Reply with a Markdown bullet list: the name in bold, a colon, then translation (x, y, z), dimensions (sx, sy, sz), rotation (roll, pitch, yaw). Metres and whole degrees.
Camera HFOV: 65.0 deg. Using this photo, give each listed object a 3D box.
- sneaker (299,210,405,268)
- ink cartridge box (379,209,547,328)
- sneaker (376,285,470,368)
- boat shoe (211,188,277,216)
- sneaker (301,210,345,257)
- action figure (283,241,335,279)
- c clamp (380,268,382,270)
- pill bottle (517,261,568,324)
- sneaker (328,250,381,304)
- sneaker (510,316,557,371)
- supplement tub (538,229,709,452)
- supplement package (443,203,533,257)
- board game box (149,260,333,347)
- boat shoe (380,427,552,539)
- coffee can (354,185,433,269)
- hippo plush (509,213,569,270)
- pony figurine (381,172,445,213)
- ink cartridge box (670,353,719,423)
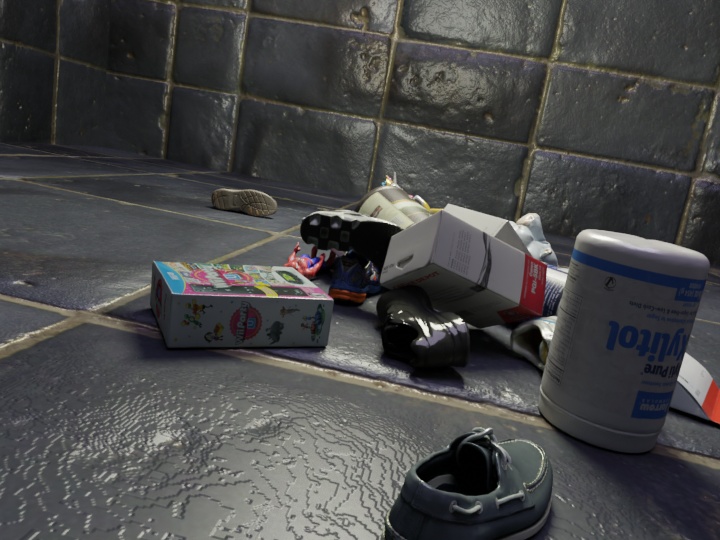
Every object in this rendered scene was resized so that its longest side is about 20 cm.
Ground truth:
- **sneaker**: translation (0.006, -0.062, 0.917), dimensions (0.195, 0.076, 0.089), rotation (17, 21, 3)
- **ink cartridge box**: translation (0.148, 0.005, 0.824), dimensions (0.197, 0.085, 0.146), rotation (24, -22, -22)
- **sneaker**: translation (0.059, 0.070, 0.739), dimensions (0.089, 0.078, 0.199), rotation (-6, 13, -23)
- **boat shoe**: translation (-0.339, -0.208, 1.677), dimensions (0.195, 0.076, 0.073), rotation (11, 12, 0)
- **sneaker**: translation (-0.067, -0.067, 1.108), dimensions (0.085, 0.077, 0.200), rotation (-4, 15, -14)
- **action figure**: translation (-0.099, -0.017, 1.067), dimensions (0.064, 0.053, 0.200), rotation (17, 15, 9)
- **c clamp**: translation (0.016, -0.024, 1.210), dimensions (0.167, 0.028, 0.200), rotation (22, 13, -7)
- **pill bottle**: translation (0.325, 0.057, 0.916), dimensions (0.109, 0.114, 0.199), rotation (2, 15, -34)
- **sneaker**: translation (0.000, 0.000, 0.984), dimensions (0.073, 0.081, 0.200), rotation (12, 12, 8)
- **sneaker**: translation (0.280, 0.114, 0.733), dimensions (0.079, 0.079, 0.199), rotation (-4, 10, -25)
- **supplement tub**: translation (0.273, 0.068, 0.598), dimensions (0.128, 0.206, 0.132), rotation (9, 11, -2)
- **supplement package**: translation (0.225, -0.037, 1.139), dimensions (0.120, 0.122, 0.199), rotation (45, -7, -29)
- **board game box**: translation (-0.152, 0.040, 0.710), dimensions (0.196, 0.066, 0.147), rotation (2, 14, -30)
- **boat shoe**: translation (0.090, 0.150, 0.404), dimensions (0.072, 0.063, 0.197), rotation (20, 15, 40)
- **coffee can**: translation (0.083, -0.062, 1.097), dimensions (0.143, 0.150, 0.200), rotation (4, 24, -25)
- **hippo plush**: translation (0.349, -0.020, 1.230), dimensions (0.202, 0.159, 0.160), rotation (56, 28, 11)
- **pony figurine**: translation (0.114, -0.144, 1.562), dimensions (0.199, 0.196, 0.165), rotation (36, 25, 22)
- **ink cartridge box**: translation (0.442, 0.148, 0.754), dimensions (0.196, 0.059, 0.161), rotation (13, 11, 35)
